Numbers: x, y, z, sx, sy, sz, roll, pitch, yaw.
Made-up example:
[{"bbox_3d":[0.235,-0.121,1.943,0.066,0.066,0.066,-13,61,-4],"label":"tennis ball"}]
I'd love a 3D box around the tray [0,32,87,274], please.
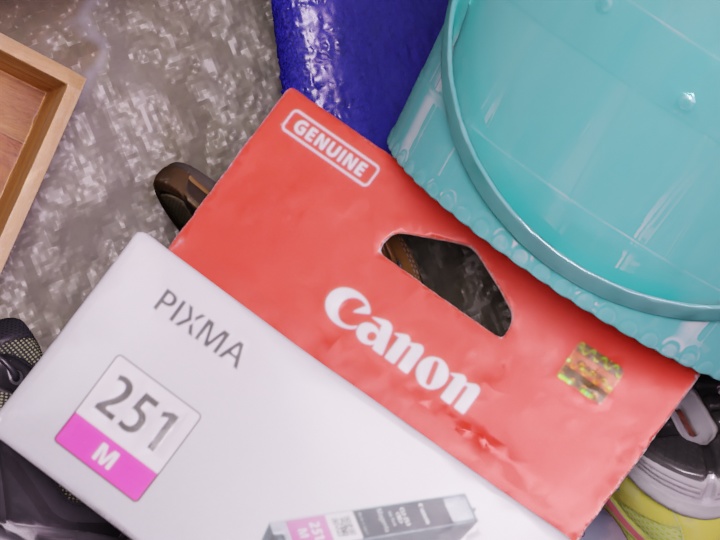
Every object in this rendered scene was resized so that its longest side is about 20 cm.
[{"bbox_3d":[-0.216,-0.074,0.797,0.200,0.037,0.099,27,76,-22],"label":"tray"}]

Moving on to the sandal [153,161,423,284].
[{"bbox_3d":[0.000,0.000,0.867,0.200,0.082,0.055,29,82,-23],"label":"sandal"}]

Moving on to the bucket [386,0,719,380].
[{"bbox_3d":[0.118,-0.059,0.786,0.207,0.207,0.135,26,104,-22],"label":"bucket"}]

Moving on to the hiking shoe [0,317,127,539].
[{"bbox_3d":[-0.171,0.058,0.800,0.200,0.076,0.101,31,66,-29],"label":"hiking shoe"}]

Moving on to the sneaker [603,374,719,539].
[{"bbox_3d":[0.111,0.058,0.879,0.078,0.200,0.091,-5,122,-6],"label":"sneaker"}]

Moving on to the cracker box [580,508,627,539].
[{"bbox_3d":[0.135,0.177,0.936,0.200,0.058,0.134,26,75,-22],"label":"cracker box"}]

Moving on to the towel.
[{"bbox_3d":[0.007,-0.133,0.878,0.147,0.049,0.201,-6,87,-49],"label":"towel"}]

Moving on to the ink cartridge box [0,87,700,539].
[{"bbox_3d":[-0.003,0.048,0.754,0.200,0.044,0.174,35,83,12],"label":"ink cartridge box"}]
